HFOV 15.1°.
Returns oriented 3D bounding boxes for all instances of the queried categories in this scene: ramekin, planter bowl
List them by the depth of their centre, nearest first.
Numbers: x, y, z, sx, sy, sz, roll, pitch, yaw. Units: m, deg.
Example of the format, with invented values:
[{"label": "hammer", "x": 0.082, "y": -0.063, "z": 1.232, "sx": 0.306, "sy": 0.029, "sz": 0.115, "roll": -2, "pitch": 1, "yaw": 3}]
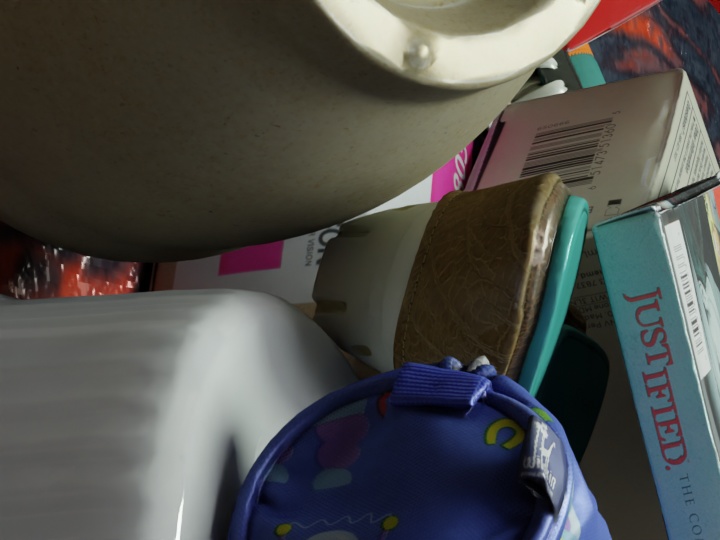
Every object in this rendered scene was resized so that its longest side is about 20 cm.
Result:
[{"label": "ramekin", "x": -0.054, "y": 0.098, "z": 0.676, "sx": 0.200, "sy": 0.097, "sz": 0.201, "roll": -9, "pitch": 90, "yaw": -70}, {"label": "planter bowl", "x": -0.017, "y": -0.101, "z": 0.676, "sx": 0.200, "sy": 0.135, "sz": 0.201, "roll": -1, "pitch": 92, "yaw": -38}]

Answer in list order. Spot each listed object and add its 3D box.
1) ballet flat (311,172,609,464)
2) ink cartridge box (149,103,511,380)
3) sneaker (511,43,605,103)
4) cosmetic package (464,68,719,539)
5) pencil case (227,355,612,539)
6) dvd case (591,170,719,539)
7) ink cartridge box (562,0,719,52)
[{"label": "ballet flat", "x": 0.026, "y": 0.014, "z": 0.736, "sx": 0.200, "sy": 0.072, "sz": 0.068, "roll": 56, "pitch": 52, "yaw": -76}, {"label": "ink cartridge box", "x": 0.000, "y": 0.000, "z": 0.903, "sx": 0.165, "sy": 0.075, "sz": 0.200, "roll": 59, "pitch": 30, "yaw": -49}, {"label": "sneaker", "x": 0.052, "y": -0.092, "z": 1.069, "sx": 0.080, "sy": 0.071, "sz": 0.200, "roll": 55, "pitch": 12, "yaw": -41}, {"label": "cosmetic package", "x": 0.101, "y": 0.045, "z": 0.930, "sx": 0.105, "sy": 0.071, "sz": 0.200, "roll": -65, "pitch": 139, "yaw": -54}, {"label": "pencil case", "x": 0.037, "y": 0.093, "z": 0.667, "sx": 0.087, "sy": 0.078, "sz": 0.200, "roll": -64, "pitch": 148, "yaw": -21}, {"label": "dvd case", "x": 0.103, "y": 0.048, "z": 0.767, "sx": 0.200, "sy": 0.022, "sz": 0.146, "roll": -22, "pitch": 98, "yaw": -78}, {"label": "ink cartridge box", "x": 0.054, "y": -0.155, "z": 0.868, "sx": 0.116, "sy": 0.067, "sz": 0.200, "roll": 58, "pitch": -4, "yaw": 39}]
